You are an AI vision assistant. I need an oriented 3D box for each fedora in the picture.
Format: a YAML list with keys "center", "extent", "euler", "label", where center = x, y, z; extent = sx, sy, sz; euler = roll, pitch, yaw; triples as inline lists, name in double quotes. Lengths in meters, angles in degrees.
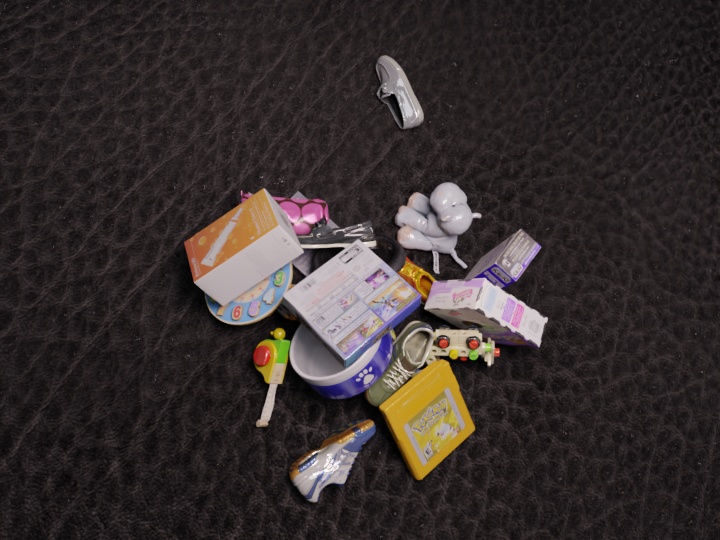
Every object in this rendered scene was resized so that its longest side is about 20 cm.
- center: [0.000, 0.000, 1.323]
  extent: [0.199, 0.092, 0.201]
  euler: [-4, 38, 3]
  label: "fedora"

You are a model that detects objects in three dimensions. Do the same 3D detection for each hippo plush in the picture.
- center: [0.173, -0.108, 1.391]
  extent: [0.158, 0.161, 0.201]
  euler: [-11, 76, -18]
  label: "hippo plush"

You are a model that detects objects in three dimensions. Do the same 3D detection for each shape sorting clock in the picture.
- center: [-0.234, 0.018, 1.267]
  extent: [0.199, 0.039, 0.201]
  euler: [-10, 56, 15]
  label: "shape sorting clock"

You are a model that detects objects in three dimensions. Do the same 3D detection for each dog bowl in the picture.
- center: [-0.038, 0.154, 1.234]
  extent: [0.200, 0.199, 0.079]
  euler: [-55, 133, -22]
  label: "dog bowl"

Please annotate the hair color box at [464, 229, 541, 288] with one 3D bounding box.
- center: [0.305, -0.004, 1.370]
  extent: [0.065, 0.200, 0.109]
  euler: [41, 67, 2]
  label: "hair color box"

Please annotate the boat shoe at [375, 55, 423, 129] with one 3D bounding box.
- center: [0.082, -0.441, 1.523]
  extent: [0.071, 0.070, 0.201]
  euler: [-26, 83, -24]
  label: "boat shoe"

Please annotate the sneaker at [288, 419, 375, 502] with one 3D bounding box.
- center: [-0.044, 0.381, 1.235]
  extent: [0.199, 0.075, 0.088]
  euler: [-32, 94, -15]
  label: "sneaker"

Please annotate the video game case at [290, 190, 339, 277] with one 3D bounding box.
- center: [-0.114, -0.066, 1.381]
  extent: [0.200, 0.019, 0.143]
  euler: [41, 67, 2]
  label: "video game case"

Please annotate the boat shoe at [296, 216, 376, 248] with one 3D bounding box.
- center: [-0.067, -0.080, 1.283]
  extent: [0.198, 0.075, 0.067]
  euler: [0, 98, 6]
  label: "boat shoe"

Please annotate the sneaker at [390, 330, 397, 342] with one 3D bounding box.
- center: [0.044, 0.128, 1.328]
  extent: [0.075, 0.076, 0.201]
  euler: [-21, 78, -18]
  label: "sneaker"

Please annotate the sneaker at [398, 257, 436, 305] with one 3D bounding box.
- center: [0.110, 0.002, 1.386]
  extent: [0.200, 0.077, 0.073]
  euler: [35, 69, 0]
  label: "sneaker"

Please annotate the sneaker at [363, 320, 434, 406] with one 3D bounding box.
- center: [0.081, 0.186, 1.230]
  extent: [0.067, 0.090, 0.201]
  euler: [38, 78, -10]
  label: "sneaker"

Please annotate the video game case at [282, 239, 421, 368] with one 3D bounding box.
- center: [-0.016, 0.058, 1.175]
  extent: [0.200, 0.046, 0.181]
  euler: [-37, 64, -22]
  label: "video game case"

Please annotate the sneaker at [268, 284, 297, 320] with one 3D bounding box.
- center: [-0.129, 0.069, 1.272]
  extent: [0.199, 0.078, 0.078]
  euler: [7, 80, 34]
  label: "sneaker"

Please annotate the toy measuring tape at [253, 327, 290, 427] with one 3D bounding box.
- center: [-0.194, 0.213, 1.255]
  extent: [0.073, 0.074, 0.201]
  euler: [14, 89, -10]
  label: "toy measuring tape"

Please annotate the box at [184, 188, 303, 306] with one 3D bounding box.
- center: [-0.233, -0.046, 1.218]
  extent: [0.200, 0.098, 0.125]
  euler: [-34, 48, 5]
  label: "box"

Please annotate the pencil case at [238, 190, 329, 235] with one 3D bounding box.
- center: [-0.167, -0.118, 1.328]
  extent: [0.199, 0.091, 0.094]
  euler: [3, 75, -16]
  label: "pencil case"

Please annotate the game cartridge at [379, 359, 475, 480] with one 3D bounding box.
- center: [0.143, 0.305, 1.266]
  extent: [0.176, 0.032, 0.201]
  euler: [-36, 119, -22]
  label: "game cartridge"

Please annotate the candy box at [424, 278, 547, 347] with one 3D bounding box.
- center: [0.266, 0.091, 1.312]
  extent: [0.199, 0.167, 0.072]
  euler: [29, 73, -28]
  label: "candy box"

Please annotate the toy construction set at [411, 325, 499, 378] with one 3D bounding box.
- center: [0.204, 0.178, 1.312]
  extent: [0.199, 0.132, 0.092]
  euler: [-7, 32, -2]
  label: "toy construction set"
